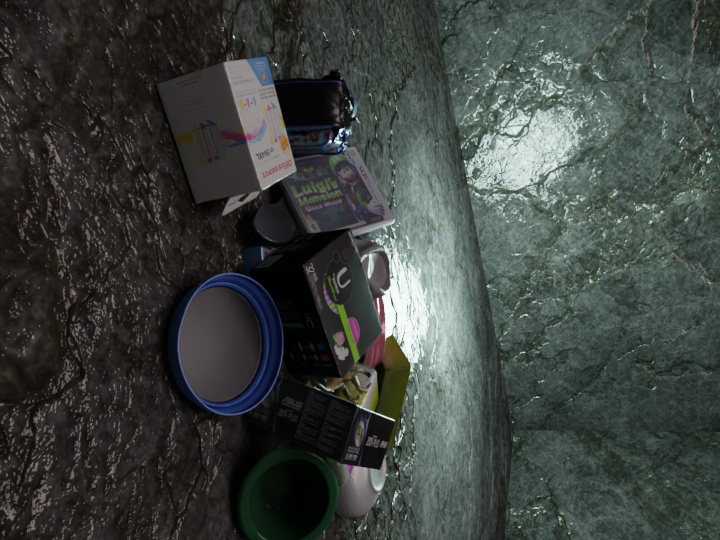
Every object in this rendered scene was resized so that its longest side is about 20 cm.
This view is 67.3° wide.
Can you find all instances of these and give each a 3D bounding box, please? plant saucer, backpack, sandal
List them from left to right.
[{"bbox_3d":[-0.151,-0.088,0.979,0.077,0.042,0.201,53,21,-10],"label":"sandal"},{"bbox_3d":[-0.093,-0.288,1.030,0.200,0.178,0.138,-25,115,-78],"label":"backpack"},{"bbox_3d":[0.021,0.132,1.219,0.200,0.050,0.206,-178,-90,-81],"label":"plant saucer"},{"bbox_3d":[0.051,0.270,1.245,0.200,0.047,0.205,-125,-134,-75],"label":"plant saucer"}]

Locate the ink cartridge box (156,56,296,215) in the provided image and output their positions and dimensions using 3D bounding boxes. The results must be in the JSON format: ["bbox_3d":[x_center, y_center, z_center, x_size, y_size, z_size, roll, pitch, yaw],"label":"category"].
[{"bbox_3d":[-0.191,-0.199,0.819,0.129,0.122,0.204,-50,129,-60],"label":"ink cartridge box"}]

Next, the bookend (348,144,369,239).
[{"bbox_3d":[-0.061,-0.146,1.163,0.200,0.091,0.202,55,43,-34],"label":"bookend"}]

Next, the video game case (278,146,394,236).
[{"bbox_3d":[-0.050,-0.148,1.050,0.197,0.023,0.184,-19,73,-33],"label":"video game case"}]

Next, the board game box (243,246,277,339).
[{"bbox_3d":[-0.139,0.049,0.987,0.199,0.039,0.157,18,67,-65],"label":"board game box"}]

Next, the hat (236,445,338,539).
[{"bbox_3d":[-0.137,0.359,0.924,0.175,0.163,0.204,19,-48,66],"label":"hat"}]

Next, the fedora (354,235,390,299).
[{"bbox_3d":[0.000,0.000,1.063,0.199,0.089,0.181,29,62,-54],"label":"fedora"}]

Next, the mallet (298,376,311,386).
[{"bbox_3d":[-0.100,0.214,1.052,0.066,0.040,0.204,-55,130,-56],"label":"mallet"}]

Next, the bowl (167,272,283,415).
[{"bbox_3d":[-0.195,0.107,0.795,0.199,0.039,0.206,16,71,-53],"label":"bowl"}]

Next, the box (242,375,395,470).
[{"bbox_3d":[-0.065,0.247,0.897,0.164,0.196,0.088,42,65,-57],"label":"box"}]

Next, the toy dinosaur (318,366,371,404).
[{"bbox_3d":[-0.035,0.196,0.972,0.059,0.100,0.200,-56,-176,18],"label":"toy dinosaur"}]

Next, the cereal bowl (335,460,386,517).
[{"bbox_3d":[0.003,0.429,1.179,0.199,0.081,0.205,-8,90,-67],"label":"cereal bowl"}]

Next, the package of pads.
[{"bbox_3d":[-0.025,0.300,1.067,0.156,0.067,0.203,85,24,-54],"label":"package of pads"}]

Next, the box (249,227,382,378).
[{"bbox_3d":[-0.069,0.055,0.914,0.148,0.122,0.204,-42,120,-48],"label":"box"}]

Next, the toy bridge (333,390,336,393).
[{"bbox_3d":[-0.028,0.245,1.174,0.067,0.027,0.203,-33,138,-24],"label":"toy bridge"}]
